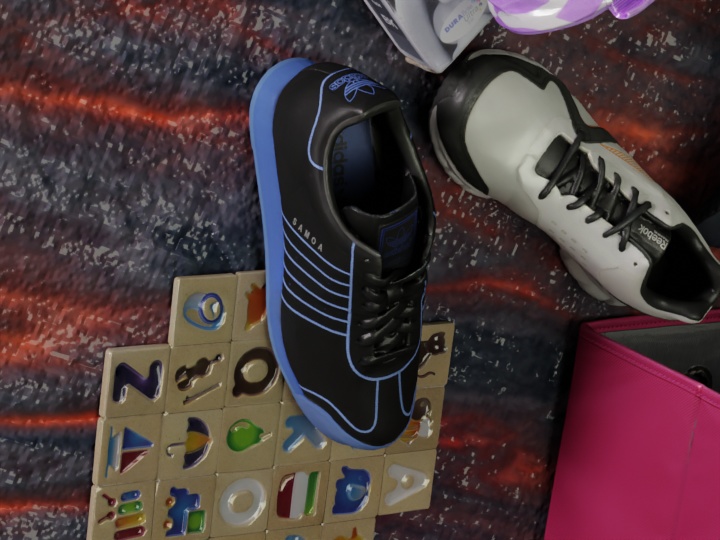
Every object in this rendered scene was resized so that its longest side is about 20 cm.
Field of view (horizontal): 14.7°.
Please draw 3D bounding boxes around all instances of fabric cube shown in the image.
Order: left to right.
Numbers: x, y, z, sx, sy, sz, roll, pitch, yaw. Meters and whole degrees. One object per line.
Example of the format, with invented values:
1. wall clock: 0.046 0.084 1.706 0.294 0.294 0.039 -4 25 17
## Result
1. fabric cube: 0.228 0.144 1.453 0.196 0.200 0.199 -4 111 -36

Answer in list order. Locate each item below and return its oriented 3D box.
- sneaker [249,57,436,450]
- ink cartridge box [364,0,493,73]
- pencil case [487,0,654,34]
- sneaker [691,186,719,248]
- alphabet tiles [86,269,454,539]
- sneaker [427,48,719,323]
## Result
1. sneaker: 0.000 0.000 1.302 0.070 0.078 0.200 -26 116 -28
2. ink cartridge box: 0.043 -0.228 1.281 0.198 0.043 0.200 -48 126 -12
3. pencil case: 0.064 -0.194 1.226 0.084 0.085 0.200 -40 124 -15
4. sneaker: 0.259 -0.047 1.416 0.082 0.200 0.070 51 37 -10
5. alphabet tiles: -0.041 0.079 1.353 0.200 0.006 0.166 -4 108 -35
6. sneaker: 0.113 -0.041 1.378 0.200 0.080 0.074 37 85 -37
